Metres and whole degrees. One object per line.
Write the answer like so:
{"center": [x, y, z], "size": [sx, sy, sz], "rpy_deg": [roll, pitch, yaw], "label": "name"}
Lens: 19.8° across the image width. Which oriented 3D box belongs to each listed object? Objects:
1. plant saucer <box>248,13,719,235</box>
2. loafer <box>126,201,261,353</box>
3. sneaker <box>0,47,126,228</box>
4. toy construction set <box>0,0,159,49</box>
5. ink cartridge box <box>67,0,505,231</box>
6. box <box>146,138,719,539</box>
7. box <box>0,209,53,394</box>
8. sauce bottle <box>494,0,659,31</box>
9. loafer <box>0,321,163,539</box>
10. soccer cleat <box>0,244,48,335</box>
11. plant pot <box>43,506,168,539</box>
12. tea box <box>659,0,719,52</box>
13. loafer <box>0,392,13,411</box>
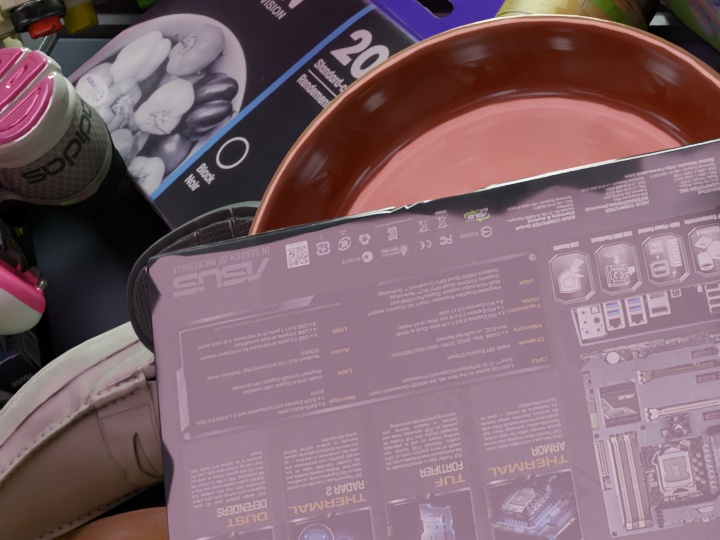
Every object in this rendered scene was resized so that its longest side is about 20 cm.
{"center": [0.054, 0.008, 0.708], "size": [0.199, 0.032, 0.202], "rpy_deg": [-7, 68, 17], "label": "plant saucer"}
{"center": [0.000, 0.000, 0.829], "size": [0.199, 0.063, 0.072], "rpy_deg": [-13, 86, 30], "label": "loafer"}
{"center": [-0.183, -0.065, 1.015], "size": [0.199, 0.088, 0.074], "rpy_deg": [13, 62, 50], "label": "sneaker"}
{"center": [-0.158, -0.160, 1.110], "size": [0.200, 0.092, 0.131], "rpy_deg": [-37, 3, -9], "label": "toy construction set"}
{"center": [-0.030, -0.099, 1.007], "size": [0.200, 0.043, 0.198], "rpy_deg": [-40, 43, -4], "label": "ink cartridge box"}
{"center": [0.038, 0.056, 0.640], "size": [0.198, 0.051, 0.159], "rpy_deg": [-12, 65, 9], "label": "box"}
{"center": [-0.230, 0.014, 1.046], "size": [0.136, 0.040, 0.201], "rpy_deg": [-28, 44, 10], "label": "box"}
{"center": [0.061, -0.055, 0.896], "size": [0.064, 0.065, 0.201], "rpy_deg": [15, 66, 40], "label": "sauce bottle"}
{"center": [-0.087, 0.059, 0.892], "size": [0.200, 0.070, 0.070], "rpy_deg": [-39, 44, -4], "label": "loafer"}
{"center": [-0.217, 0.006, 0.975], "size": [0.200, 0.070, 0.087], "rpy_deg": [27, 81, 49], "label": "soccer cleat"}
{"center": [-0.135, 0.160, 0.819], "size": [0.199, 0.028, 0.200], "rpy_deg": [-24, 16, 7], "label": "plant pot"}
{"center": [0.181, -0.169, 0.811], "size": [0.133, 0.200, 0.197], "rpy_deg": [-37, 42, 0], "label": "tea box"}
{"center": [-0.226, 0.128, 0.920], "size": [0.200, 0.072, 0.063], "rpy_deg": [-52, 39, -11], "label": "loafer"}
